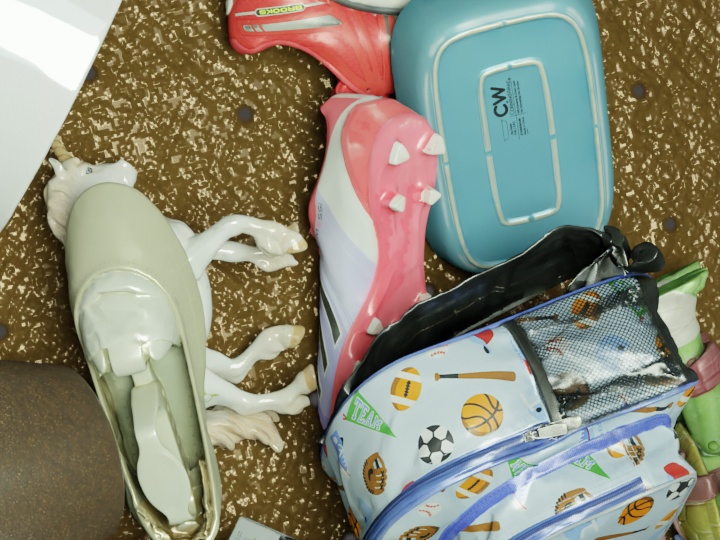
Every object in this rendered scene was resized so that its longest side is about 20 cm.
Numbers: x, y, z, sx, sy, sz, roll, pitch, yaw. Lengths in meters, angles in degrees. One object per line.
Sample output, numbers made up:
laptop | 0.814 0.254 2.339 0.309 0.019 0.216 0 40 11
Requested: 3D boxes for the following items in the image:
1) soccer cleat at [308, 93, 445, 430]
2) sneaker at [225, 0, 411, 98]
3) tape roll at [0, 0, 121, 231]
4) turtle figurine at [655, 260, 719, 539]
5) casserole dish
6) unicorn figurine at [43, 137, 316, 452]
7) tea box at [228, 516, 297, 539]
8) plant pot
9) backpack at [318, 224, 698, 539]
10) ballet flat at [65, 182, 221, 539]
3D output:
soccer cleat | 0.000 0.000 1.045 0.066 0.076 0.202 -11 118 -39
sneaker | 0.016 -0.127 1.066 0.198 0.077 0.086 16 102 -15
tape roll | -0.175 -0.114 0.925 0.070 0.202 0.204 26 80 -16
turtle figurine | 0.240 0.084 1.087 0.144 0.199 0.196 -27 93 -51
casserole dish | 0.086 -0.078 1.047 0.120 0.039 0.202 -14 119 -5
unicorn figurine | -0.097 0.010 1.008 0.136 0.074 0.203 -6 95 -8
tea box | 0.030 0.242 0.955 0.199 0.196 0.135 32 77 -32
plant pot | -0.224 0.118 0.923 0.198 0.186 0.189 -16 93 -32
backpack | 0.077 0.098 0.995 0.188 0.201 0.155 -13 59 -10
ballet flat | -0.109 0.056 0.960 0.069 0.069 0.202 -19 110 -18
